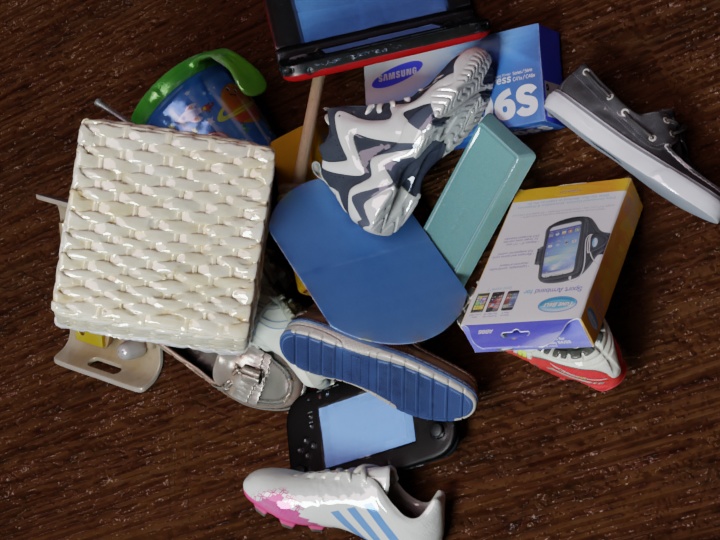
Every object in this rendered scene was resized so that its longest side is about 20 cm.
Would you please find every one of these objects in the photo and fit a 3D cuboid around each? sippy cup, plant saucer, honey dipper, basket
[{"bbox_3d":[-0.149,-0.134,1.744,0.139,0.178,0.131,-39,74,-8],"label":"sippy cup"},{"bbox_3d":[0.096,-0.048,1.599,0.070,0.019,0.201,46,124,30],"label":"plant saucer"},{"bbox_3d":[-0.053,-0.131,1.639,0.038,0.038,0.202,-1,72,34],"label":"honey dipper"},{"bbox_3d":[-0.183,-0.030,1.590,0.198,0.161,0.200,9,86,-7],"label":"basket"}]

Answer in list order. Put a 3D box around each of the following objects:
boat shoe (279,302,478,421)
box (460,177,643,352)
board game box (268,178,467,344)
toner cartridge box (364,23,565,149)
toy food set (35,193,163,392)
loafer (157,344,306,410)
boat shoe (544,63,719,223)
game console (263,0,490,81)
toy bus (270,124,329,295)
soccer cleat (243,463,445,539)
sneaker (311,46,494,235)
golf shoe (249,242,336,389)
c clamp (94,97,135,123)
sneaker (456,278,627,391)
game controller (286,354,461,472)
[{"bbox_3d":[0.026,0.076,1.589,0.199,0.073,0.073,21,139,13],"label":"boat shoe"},{"bbox_3d":[0.168,0.003,1.491,0.118,0.042,0.201,-5,45,34],"label":"box"},{"bbox_3d":[0.000,0.000,1.583,0.201,0.157,0.039,55,141,25],"label":"board game box"},{"bbox_3d":[0.098,-0.169,1.624,0.199,0.043,0.096,-10,79,33],"label":"toner cartridge box"},{"bbox_3d":[-0.290,0.022,1.824,0.143,0.060,0.202,14,115,35],"label":"toy food set"},{"bbox_3d":[-0.147,0.093,1.748,0.199,0.063,0.072,25,98,34],"label":"loafer"},{"bbox_3d":[0.256,-0.119,1.502,0.200,0.070,0.066,40,94,31],"label":"boat shoe"},{"bbox_3d":[0.008,-0.261,1.603,0.198,0.172,0.120,-14,100,-2],"label":"game console"},{"bbox_3d":[-0.030,-0.038,1.673,0.065,0.078,0.202,-22,70,30],"label":"toy bus"},{"bbox_3d":[-0.012,0.212,1.609,0.198,0.070,0.087,18,112,6],"label":"soccer cleat"},{"bbox_3d":[0.028,-0.146,1.586,0.129,0.079,0.200,37,102,27],"label":"sneaker"},{"bbox_3d":[-0.096,0.058,1.702,0.097,0.078,0.200,-38,55,7],"label":"golf shoe"},{"bbox_3d":[-0.206,-0.076,1.750,0.170,0.027,0.201,34,148,12],"label":"c clamp"},{"bbox_3d":[0.163,0.063,1.536,0.077,0.085,0.200,-48,37,-10],"label":"sneaker"},{"bbox_3d":[0.010,0.152,1.648,0.199,0.042,0.105,-20,74,30],"label":"game controller"}]
